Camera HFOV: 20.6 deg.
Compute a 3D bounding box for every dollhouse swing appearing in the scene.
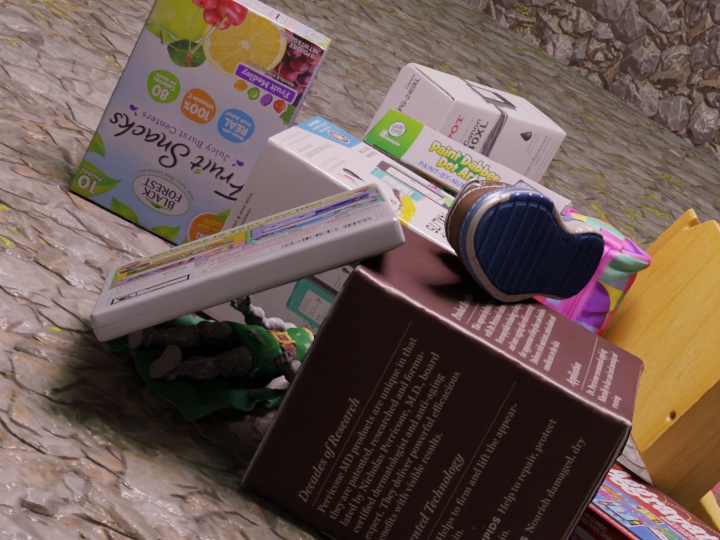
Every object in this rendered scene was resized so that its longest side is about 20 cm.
[{"bbox_3d":[0.281,0.101,1.536,0.175,0.182,0.200,38,16,-23],"label":"dollhouse swing"}]

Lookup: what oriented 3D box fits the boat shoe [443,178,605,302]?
[{"bbox_3d":[0.093,-0.022,1.312,0.072,0.073,0.200,29,3,26],"label":"boat shoe"}]

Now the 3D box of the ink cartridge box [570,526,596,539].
[{"bbox_3d":[0.177,0.194,1.438,0.094,0.037,0.200,15,18,-36],"label":"ink cartridge box"}]

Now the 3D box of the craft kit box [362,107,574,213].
[{"bbox_3d":[0.111,-0.029,1.672,0.197,0.049,0.200,34,-16,33],"label":"craft kit box"}]

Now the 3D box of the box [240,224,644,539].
[{"bbox_3d":[0.059,0.099,1.288,0.199,0.165,0.166,29,15,5],"label":"box"}]

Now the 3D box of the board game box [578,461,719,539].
[{"bbox_3d":[0.199,0.178,1.374,0.102,0.020,0.200,10,16,-38],"label":"board game box"}]

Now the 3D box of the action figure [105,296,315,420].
[{"bbox_3d":[-0.077,0.057,1.392,0.199,0.055,0.118,4,39,-50],"label":"action figure"}]

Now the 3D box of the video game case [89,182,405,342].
[{"bbox_3d":[-0.073,-0.008,1.290,0.198,0.022,0.182,-18,10,-1],"label":"video game case"}]

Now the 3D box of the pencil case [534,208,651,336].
[{"bbox_3d":[0.146,0.054,1.533,0.088,0.201,0.088,27,7,-3],"label":"pencil case"}]

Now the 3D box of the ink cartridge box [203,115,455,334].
[{"bbox_3d":[0.000,0.000,1.529,0.199,0.147,0.147,31,16,6],"label":"ink cartridge box"}]

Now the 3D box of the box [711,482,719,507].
[{"bbox_3d":[0.385,0.185,1.698,0.198,0.095,0.103,24,16,-13],"label":"box"}]

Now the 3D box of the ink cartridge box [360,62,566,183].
[{"bbox_3d":[0.099,-0.119,2.072,0.199,0.146,0.083,10,26,-48],"label":"ink cartridge box"}]

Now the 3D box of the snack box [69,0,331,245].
[{"bbox_3d":[-0.129,-0.126,1.606,0.141,0.201,0.053,27,15,-3],"label":"snack box"}]
